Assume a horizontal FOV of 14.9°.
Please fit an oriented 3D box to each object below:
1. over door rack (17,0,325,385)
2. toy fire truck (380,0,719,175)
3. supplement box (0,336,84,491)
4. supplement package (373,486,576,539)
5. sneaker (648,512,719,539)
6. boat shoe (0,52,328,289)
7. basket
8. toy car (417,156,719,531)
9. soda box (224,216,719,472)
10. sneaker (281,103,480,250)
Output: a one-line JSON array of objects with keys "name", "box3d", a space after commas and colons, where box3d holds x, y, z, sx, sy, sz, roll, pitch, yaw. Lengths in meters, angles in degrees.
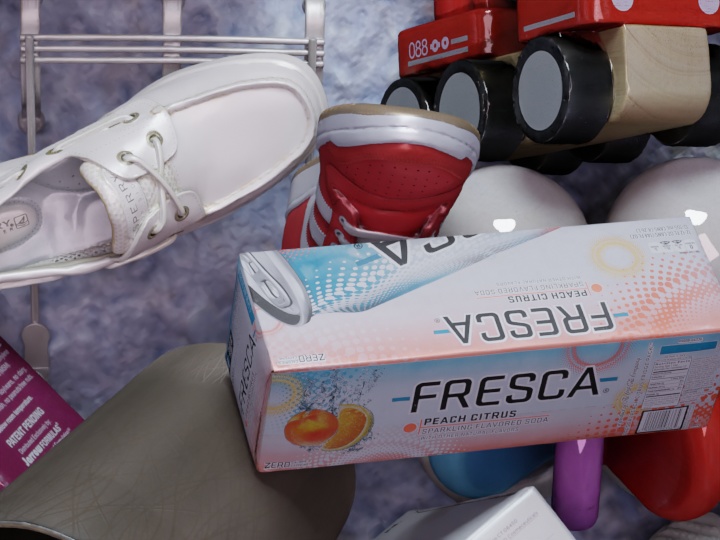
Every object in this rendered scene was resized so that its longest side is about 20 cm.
[{"name": "over door rack", "box3d": [-0.090, -0.037, 1.308, 0.147, 0.067, 0.201, 1, 106, -3]}, {"name": "toy fire truck", "box3d": [0.097, -0.150, 1.263, 0.128, 0.176, 0.201, -1, 86, -30]}, {"name": "supplement box", "box3d": [-0.193, 0.112, 1.267, 0.200, 0.103, 0.131, 44, 110, -3]}, {"name": "supplement package", "box3d": [0.023, 0.189, 1.211, 0.156, 0.200, 0.111, -39, 92, -15]}, {"name": "sneaker", "box3d": [0.167, 0.212, 1.266, 0.072, 0.201, 0.115, -18, 116, 28]}, {"name": "boat shoe", "box3d": [-0.106, -0.034, 1.237, 0.199, 0.069, 0.071, -25, 106, 4]}, {"name": "basket", "box3d": [-0.088, 0.124, 1.128, 0.135, 0.200, 0.181, 16, 123, 14]}, {"name": "toy car", "box3d": [0.109, 0.052, 1.250, 0.199, 0.150, 0.176, -2, 129, -3]}, {"name": "soda box", "box3d": [0.049, 0.029, 1.126, 0.199, 0.069, 0.064, -5, 136, -16]}, {"name": "sneaker", "box3d": [0.000, 0.000, 1.175, 0.071, 0.200, 0.113, 12, 77, -7]}]
